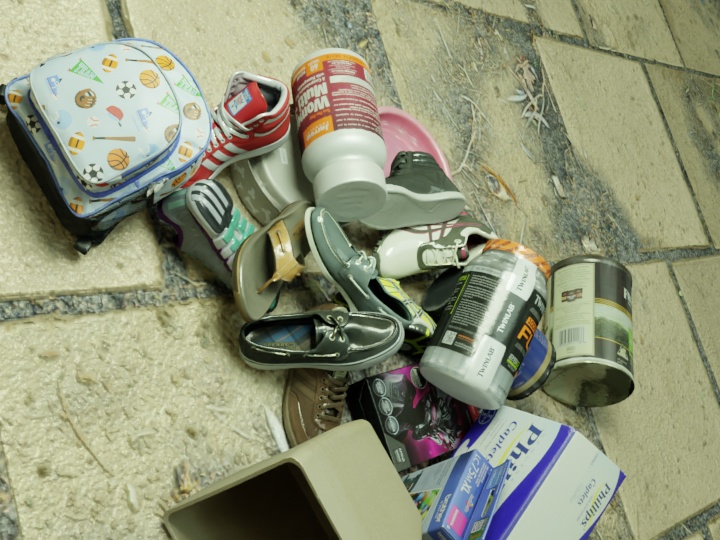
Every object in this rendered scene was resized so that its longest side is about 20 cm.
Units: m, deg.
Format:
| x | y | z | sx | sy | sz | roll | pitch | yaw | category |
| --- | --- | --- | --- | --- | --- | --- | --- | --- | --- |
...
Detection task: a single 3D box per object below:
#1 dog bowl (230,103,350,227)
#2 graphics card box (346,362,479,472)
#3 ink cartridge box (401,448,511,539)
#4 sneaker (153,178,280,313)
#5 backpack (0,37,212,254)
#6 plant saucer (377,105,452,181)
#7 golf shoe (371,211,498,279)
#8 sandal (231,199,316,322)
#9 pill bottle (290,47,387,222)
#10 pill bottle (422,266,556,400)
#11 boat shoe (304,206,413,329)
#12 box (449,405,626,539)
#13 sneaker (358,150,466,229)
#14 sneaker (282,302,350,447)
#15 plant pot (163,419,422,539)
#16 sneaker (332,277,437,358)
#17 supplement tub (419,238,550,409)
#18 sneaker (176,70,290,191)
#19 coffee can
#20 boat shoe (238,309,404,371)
| x | y | z | sx | sy | sz | roll | pitch | yaw | category |
| --- | --- | --- | --- | --- | --- | --- | --- | --- | --- |
| -0.087 | -0.133 | 1.188 | 0.198 | 0.058 | 0.203 | 22 | 55 | -35 | dog bowl |
| 0.077 | 0.190 | 1.191 | 0.198 | 0.051 | 0.127 | -8 | 76 | -45 | graphics card box |
| 0.081 | 0.278 | 1.038 | 0.042 | 0.199 | 0.120 | 48 | 44 | -13 | ink cartridge box |
| -0.167 | -0.026 | 1.057 | 0.201 | 0.086 | 0.075 | 62 | 34 | -38 | sneaker |
| -0.256 | -0.154 | 0.940 | 0.189 | 0.154 | 0.202 | -30 | 92 | -29 | backpack |
| 0.057 | -0.147 | 1.343 | 0.199 | 0.051 | 0.204 | 22 | 57 | -37 | plant saucer |
| 0.105 | -0.034 | 1.262 | 0.198 | 0.088 | 0.078 | -22 | 119 | -30 | golf shoe |
| -0.087 | -0.018 | 1.050 | 0.200 | 0.054 | 0.083 | -49 | 125 | -46 | sandal |
| -0.026 | -0.171 | 1.131 | 0.109 | 0.109 | 0.203 | 15 | 53 | -39 | pill bottle |
| 0.186 | 0.089 | 1.305 | 0.200 | 0.111 | 0.113 | 42 | 46 | -20 | pill bottle |
| 0.000 | 0.000 | 1.095 | 0.202 | 0.061 | 0.073 | 59 | 27 | -22 | boat shoe |
| 0.191 | 0.277 | 1.105 | 0.105 | 0.199 | 0.185 | 42 | 75 | -18 | box |
| 0.046 | -0.116 | 1.236 | 0.198 | 0.071 | 0.100 | -3 | 49 | -34 | sneaker |
| -0.047 | 0.134 | 1.078 | 0.070 | 0.075 | 0.203 | 16 | 59 | -38 | sneaker |
| -0.047 | 0.270 | 0.937 | 0.202 | 0.198 | 0.177 | 60 | 31 | -3 | plant pot |
| 0.053 | 0.055 | 1.218 | 0.199 | 0.075 | 0.077 | 34 | 50 | -29 | sneaker |
| 0.168 | 0.069 | 1.171 | 0.122 | 0.122 | 0.202 | 35 | 73 | -26 | supplement tub |
| -0.167 | -0.162 | 1.039 | 0.198 | 0.113 | 0.072 | -30 | 76 | -21 | sneaker |
| 0.371 | 0.099 | 1.457 | 0.145 | 0.146 | 0.202 | 32 | 51 | -29 | coffee can |
| -0.045 | 0.079 | 1.040 | 0.196 | 0.057 | 0.070 | -6 | 62 | -3 | boat shoe |
